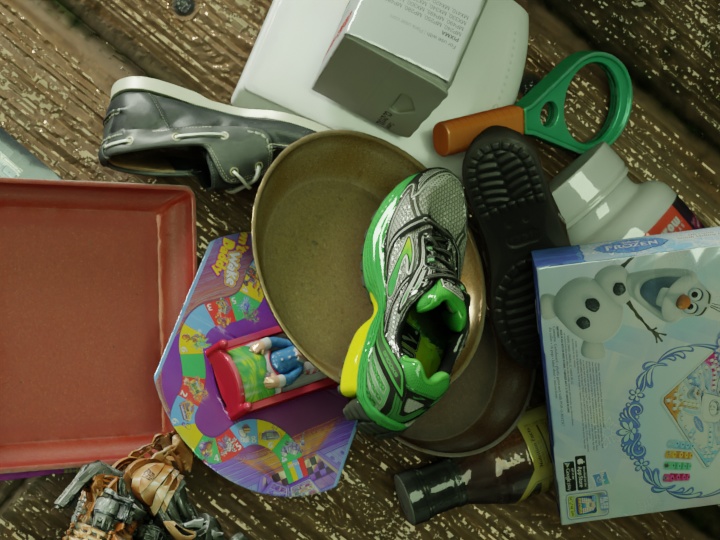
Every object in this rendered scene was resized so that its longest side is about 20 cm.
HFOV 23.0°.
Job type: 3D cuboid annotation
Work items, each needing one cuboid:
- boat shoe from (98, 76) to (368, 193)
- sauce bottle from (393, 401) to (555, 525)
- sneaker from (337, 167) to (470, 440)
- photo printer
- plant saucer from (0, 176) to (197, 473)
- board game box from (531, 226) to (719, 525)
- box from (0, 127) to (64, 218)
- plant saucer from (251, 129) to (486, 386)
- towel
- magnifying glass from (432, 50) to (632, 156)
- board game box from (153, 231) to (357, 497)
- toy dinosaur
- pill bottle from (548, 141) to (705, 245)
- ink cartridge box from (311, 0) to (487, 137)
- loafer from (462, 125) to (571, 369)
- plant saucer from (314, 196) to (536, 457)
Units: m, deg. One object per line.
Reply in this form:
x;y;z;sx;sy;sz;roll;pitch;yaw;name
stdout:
-0.092;-0.082;1.297;0.199;0.072;0.068;13;59;-5;boat shoe
0.123;0.138;1.330;0.199;0.066;0.066;-19;88;-10;sauce bottle
0.048;0.015;1.194;0.078;0.085;0.201;26;55;-26;sneaker
0.023;-0.159;1.335;0.199;0.069;0.167;24;80;-8;photo printer
-0.205;0.038;1.249;0.199;0.037;0.201;0;87;-40;plant saucer
0.229;0.072;1.259;0.197;0.043;0.201;-7;110;2;board game box
-0.328;-0.031;1.264;0.157;0.051;0.200;39;78;-5;box
0.000;0.000;1.244;0.199;0.035;0.202;16;61;-32;plant saucer
-0.259;0.075;1.238;0.199;0.023;0.145;1;86;-41;towel
0.134;-0.117;1.332;0.199;0.022;0.080;-16;111;-36;magnifying glass
-0.054;0.059;1.275;0.157;0.039;0.201;30;58;-17;board game box
-0.142;0.174;1.232;0.200;0.102;0.136;-39;116;-13;toy dinosaur
0.218;0.004;1.335;0.111;0.111;0.200;-43;94;-12;pill bottle
0.049;-0.212;1.236;0.082;0.146;0.201;25;76;-6;ink cartridge box
0.124;-0.021;1.285;0.072;0.071;0.201;-10;119;8;loafer
0.042;0.044;1.301;0.199;0.034;0.202;16;61;-32;plant saucer
